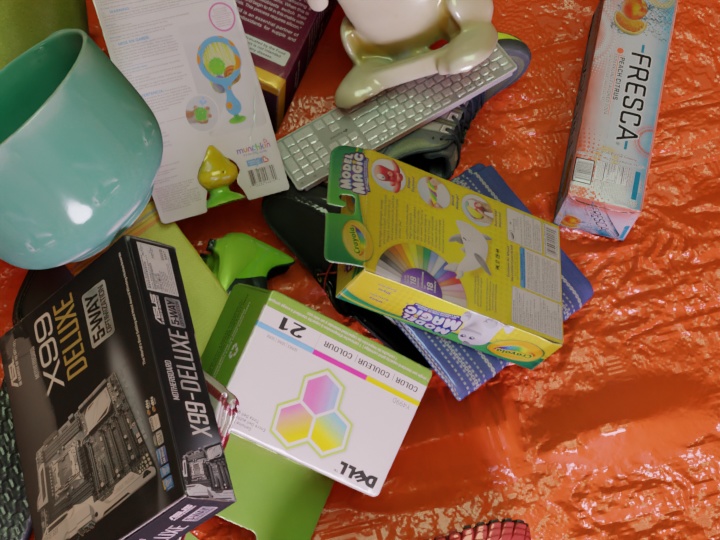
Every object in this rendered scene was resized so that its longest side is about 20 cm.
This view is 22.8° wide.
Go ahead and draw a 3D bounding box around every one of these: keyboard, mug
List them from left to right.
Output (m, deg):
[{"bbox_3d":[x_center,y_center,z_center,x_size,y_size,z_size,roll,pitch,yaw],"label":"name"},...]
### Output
[{"bbox_3d":[-0.205,-0.087,1.258,0.115,0.152,0.185,50,62,-26],"label":"mug"},{"bbox_3d":[0.026,-0.128,1.411,0.199,0.011,0.056,-30,58,-7],"label":"keyboard"}]

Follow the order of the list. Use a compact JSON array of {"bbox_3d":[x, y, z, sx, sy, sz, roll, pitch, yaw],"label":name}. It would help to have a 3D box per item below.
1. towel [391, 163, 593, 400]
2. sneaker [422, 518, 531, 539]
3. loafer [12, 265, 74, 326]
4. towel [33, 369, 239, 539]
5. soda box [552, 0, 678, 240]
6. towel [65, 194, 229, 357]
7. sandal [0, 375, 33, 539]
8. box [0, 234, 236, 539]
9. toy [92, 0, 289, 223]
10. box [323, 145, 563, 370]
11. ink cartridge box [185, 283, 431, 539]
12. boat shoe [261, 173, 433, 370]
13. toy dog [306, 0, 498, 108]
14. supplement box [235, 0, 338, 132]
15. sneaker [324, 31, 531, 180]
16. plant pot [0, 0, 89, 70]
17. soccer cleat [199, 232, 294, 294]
[{"bbox_3d":[0.086,0.004,1.388,0.145,0.024,0.200,50,45,8],"label":"towel"},{"bbox_3d":[0.039,0.242,1.315,0.199,0.078,0.083,-12,73,-9],"label":"sneaker"},{"bbox_3d":[-0.205,-0.030,1.394,0.073,0.072,0.200,31,71,5],"label":"loafer"},{"bbox_3d":[-0.163,0.149,1.275,0.144,0.023,0.201,33,104,44],"label":"towel"},{"bbox_3d":[0.210,-0.130,1.470,0.063,0.068,0.201,14,70,0],"label":"soda box"},{"bbox_3d":[-0.162,0.004,1.332,0.086,0.018,0.200,-36,86,-17],"label":"towel"},{"bbox_3d":[-0.247,0.127,1.355,0.075,0.045,0.201,24,84,10],"label":"sandal"},{"bbox_3d":[-0.174,0.101,1.243,0.050,0.157,0.201,14,51,-46],"label":"box"},{"bbox_3d":[-0.138,-0.141,1.369,0.115,0.047,0.201,-17,87,-31],"label":"toy"},{"bbox_3d":[0.056,-0.011,1.330,0.199,0.048,0.118,23,48,-23],"label":"box"},{"bbox_3d":[-0.059,0.131,1.299,0.147,0.076,0.201,27,82,-24],"label":"ink cartridge box"},{"bbox_3d":[0.001,-0.002,1.396,0.201,0.074,0.063,39,42,6],"label":"boat shoe"},{"bbox_3d":[0.026,-0.259,1.387,0.194,0.139,0.201,-49,121,-45],"label":"toy dog"},{"bbox_3d":[-0.077,-0.232,1.471,0.110,0.086,0.201,23,70,3],"label":"supplement box"},{"bbox_3d":[0.064,-0.116,1.442,0.200,0.074,0.081,-38,57,-9],"label":"sneaker"},{"bbox_3d":[-0.282,-0.148,1.388,0.186,0.187,0.201,-18,86,-11],"label":"plant pot"},{"bbox_3d":[-0.097,0.067,1.376,0.081,0.068,0.201,16,69,-13],"label":"soccer cleat"}]
